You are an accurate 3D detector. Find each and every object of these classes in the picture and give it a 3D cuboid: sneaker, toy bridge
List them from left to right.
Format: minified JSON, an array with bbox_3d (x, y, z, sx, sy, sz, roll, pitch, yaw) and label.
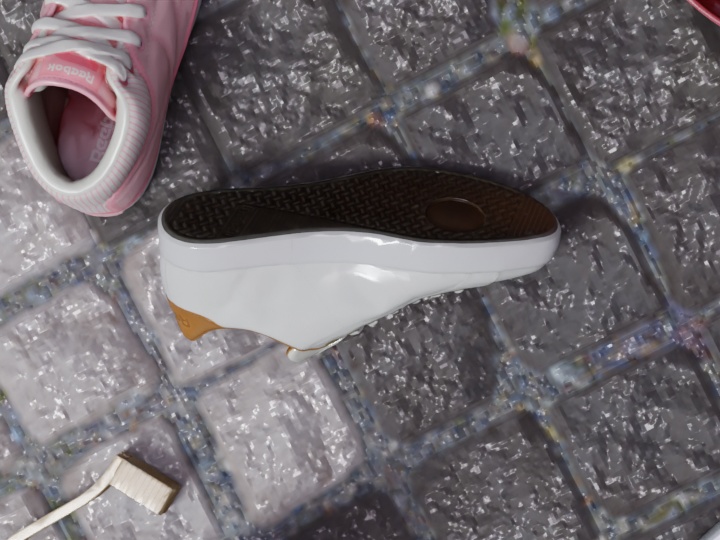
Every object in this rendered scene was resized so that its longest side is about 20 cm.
[{"bbox_3d":[-0.172,0.180,1.129,0.067,0.027,0.200,32,96,4],"label":"toy bridge"},{"bbox_3d":[-0.124,-0.125,1.066,0.075,0.105,0.201,9,94,6],"label":"sneaker"},{"bbox_3d":[0.000,0.000,1.094,0.199,0.073,0.085,-2,125,-1],"label":"sneaker"}]

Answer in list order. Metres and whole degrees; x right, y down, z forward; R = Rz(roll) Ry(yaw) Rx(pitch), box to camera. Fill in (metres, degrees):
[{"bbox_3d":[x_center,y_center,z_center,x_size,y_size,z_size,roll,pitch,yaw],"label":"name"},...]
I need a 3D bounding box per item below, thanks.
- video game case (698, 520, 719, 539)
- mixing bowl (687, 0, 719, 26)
[{"bbox_3d":[0.198,0.250,1.108,0.182,0.023,0.200,-43,90,6],"label":"video game case"},{"bbox_3d":[0.219,-0.199,1.031,0.199,0.108,0.201,0,94,4],"label":"mixing bowl"}]
